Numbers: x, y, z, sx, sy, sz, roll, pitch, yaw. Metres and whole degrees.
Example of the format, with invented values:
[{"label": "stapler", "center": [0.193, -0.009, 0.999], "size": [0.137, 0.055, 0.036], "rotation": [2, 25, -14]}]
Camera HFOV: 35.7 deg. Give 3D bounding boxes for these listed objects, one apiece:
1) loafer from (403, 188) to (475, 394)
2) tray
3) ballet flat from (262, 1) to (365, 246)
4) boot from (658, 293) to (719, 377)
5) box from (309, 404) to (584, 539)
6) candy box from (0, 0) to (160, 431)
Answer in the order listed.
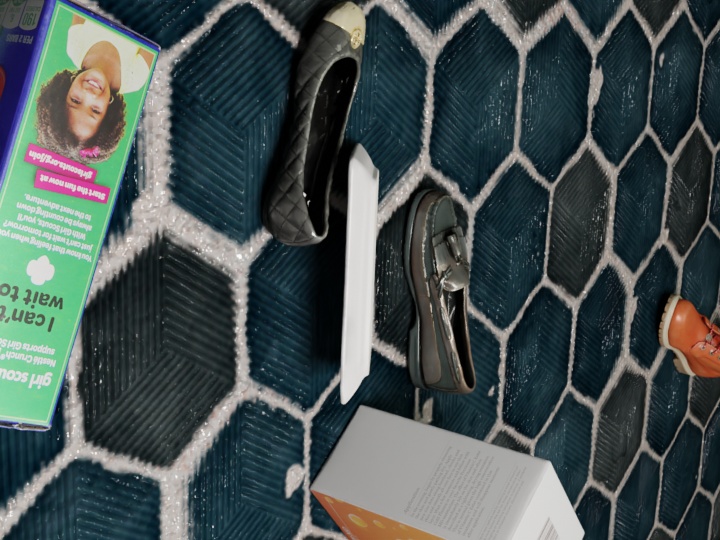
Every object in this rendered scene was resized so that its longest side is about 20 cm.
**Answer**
[{"label": "loafer", "center": [0.085, 0.022, 1.063], "size": [0.072, 0.063, 0.201], "rotation": [-23, 117, -48]}, {"label": "tray", "center": [0.000, 0.000, 0.929], "size": [0.107, 0.022, 0.201], "rotation": [-83, 176, -77]}, {"label": "ballet flat", "center": [-0.025, -0.114, 0.883], "size": [0.066, 0.057, 0.200], "rotation": [18, 85, -54]}, {"label": "boot", "center": [0.494, 0.097, 1.597], "size": [0.200, 0.107, 0.075], "rotation": [42, 68, -48]}, {"label": "box", "center": [0.077, 0.213, 0.991], "size": [0.098, 0.200, 0.124], "rotation": [-56, 138, -26]}, {"label": "candy box", "center": [-0.205, -0.036, 0.572], "size": [0.077, 0.169, 0.200], "rotation": [17, 86, -50]}]
